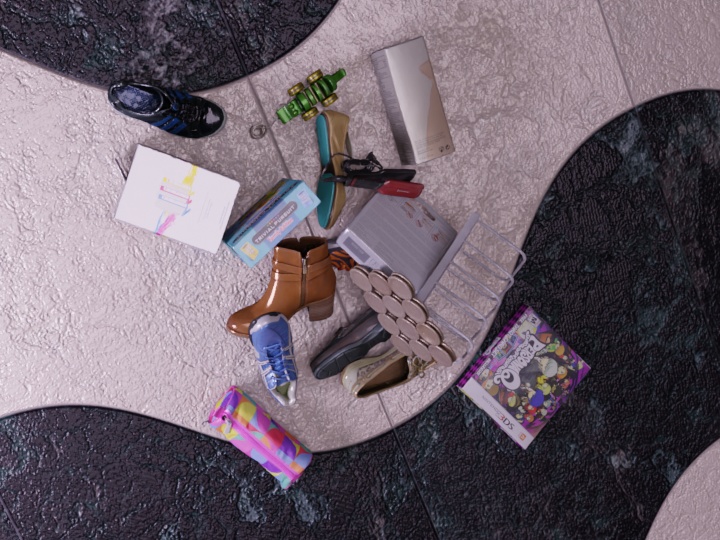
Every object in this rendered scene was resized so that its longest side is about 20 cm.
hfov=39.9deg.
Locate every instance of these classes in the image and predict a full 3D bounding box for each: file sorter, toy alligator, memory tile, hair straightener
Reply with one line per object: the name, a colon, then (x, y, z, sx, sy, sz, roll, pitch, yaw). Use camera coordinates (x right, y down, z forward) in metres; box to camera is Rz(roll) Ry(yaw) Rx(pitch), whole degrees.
file sorter: (0.177, 0.035, 1.695, 0.123, 0.139, 0.201, 34, 67, 4)
toy alligator: (-0.101, -0.282, 1.677, 0.198, 0.054, 0.060, -36, 103, -8)
memory tile: (0.071, 0.074, 1.639, 0.017, 0.152, 0.202, -45, 120, -24)
hair straightener: (0.014, -0.164, 1.691, 0.197, 0.078, 0.041, -1, 142, -31)

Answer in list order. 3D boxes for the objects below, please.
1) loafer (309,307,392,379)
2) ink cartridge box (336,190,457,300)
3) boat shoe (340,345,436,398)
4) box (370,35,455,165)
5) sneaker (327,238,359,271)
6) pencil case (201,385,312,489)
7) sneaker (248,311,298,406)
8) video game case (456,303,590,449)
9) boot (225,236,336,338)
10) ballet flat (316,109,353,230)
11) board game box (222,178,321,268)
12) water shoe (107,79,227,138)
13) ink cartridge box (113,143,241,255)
loafer: (-0.009, 0.116, 1.748, 0.198, 0.072, 0.063, -32, 61, -10)
ink cartridge box: (0.066, -0.057, 1.699, 0.160, 0.047, 0.200, 42, 41, -2)
boat shoe: (0.064, 0.177, 1.752, 0.197, 0.063, 0.074, -22, 122, -16)
box: (0.089, -0.289, 1.706, 0.076, 0.095, 0.204, -19, 102, -13)
sneaker: (0.000, 0.000, 1.722, 0.196, 0.077, 0.115, -3, 96, -14)
pencil case: (-0.175, 0.287, 1.706, 0.199, 0.088, 0.089, 41, 86, -16)
sneaker: (-0.135, 0.146, 1.652, 0.074, 0.078, 0.202, -22, 139, -9)
video game case: (0.304, 0.197, 1.842, 0.181, 0.036, 0.201, 43, 84, -16)
boot: (-0.135, 0.027, 1.654, 0.196, 0.077, 0.158, -9, 129, -8)
ballet flat: (-0.039, -0.172, 1.701, 0.062, 0.068, 0.205, -4, 98, -28)
board game box: (-0.150, -0.082, 1.611, 0.151, 0.200, 0.047, -44, 104, -6)
water shoe: (-0.313, -0.259, 1.612, 0.196, 0.079, 0.073, 10, 94, -15)
ink cartridge box: (-0.310, -0.121, 1.603, 0.197, 0.128, 0.128, 19, 91, -15)
